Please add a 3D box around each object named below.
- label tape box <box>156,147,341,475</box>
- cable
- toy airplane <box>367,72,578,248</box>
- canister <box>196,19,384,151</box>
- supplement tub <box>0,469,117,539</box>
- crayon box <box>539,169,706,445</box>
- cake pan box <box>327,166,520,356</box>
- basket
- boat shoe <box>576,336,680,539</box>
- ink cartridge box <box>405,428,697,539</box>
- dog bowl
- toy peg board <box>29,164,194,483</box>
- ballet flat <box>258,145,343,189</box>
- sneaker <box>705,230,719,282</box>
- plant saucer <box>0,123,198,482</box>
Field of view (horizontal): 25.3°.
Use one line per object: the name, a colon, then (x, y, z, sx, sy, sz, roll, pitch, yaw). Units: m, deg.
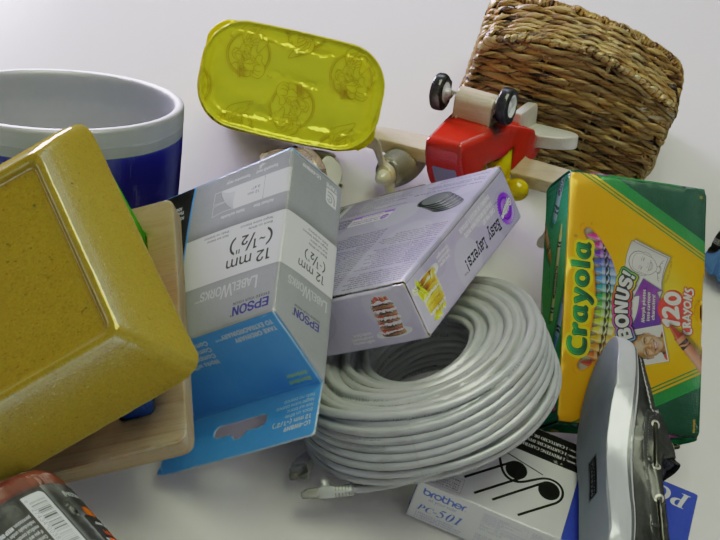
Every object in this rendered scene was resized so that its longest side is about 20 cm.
label tape box: (-0.093, 0.029, 1.129, 0.066, 0.142, 0.202, 40, 44, -40)
cable: (0.046, 0.077, 1.170, 0.198, 0.070, 0.201, -9, 29, 17)
toy airplane: (0.111, -0.085, 1.391, 0.197, 0.143, 0.200, 11, 5, -23)
canister: (-0.060, -0.152, 1.347, 0.147, 0.088, 0.200, 12, 4, -5)
supplement tub: (-0.165, 0.223, 0.971, 0.106, 0.108, 0.200, -27, 59, -38)
crayon box: (0.205, 0.031, 1.265, 0.117, 0.058, 0.203, 7, 77, -12)
cake pan box: (0.000, 0.000, 1.216, 0.198, 0.053, 0.184, -13, 20, 34)
basket: (0.202, -0.191, 1.507, 0.198, 0.144, 0.150, 21, 43, 3)
boat shoe: (0.198, 0.138, 1.148, 0.066, 0.070, 0.201, 18, 45, -10)
ink cartridge box: (0.141, 0.171, 1.177, 0.198, 0.044, 0.094, 22, 44, 4)
dog bowl: (-0.237, -0.097, 1.247, 0.197, 0.080, 0.200, 5, 19, -2)
toy peg board: (-0.224, 0.035, 1.075, 0.198, 0.098, 0.201, -14, 53, 8)
ballet flat: (-0.046, -0.070, 1.286, 0.067, 0.069, 0.200, -18, 6, 1)
sneaker: (0.390, -0.048, 1.466, 0.199, 0.083, 0.071, -28, 59, -39)
plant saucer: (-0.231, 0.021, 1.019, 0.199, 0.048, 0.201, -30, 67, 1)
